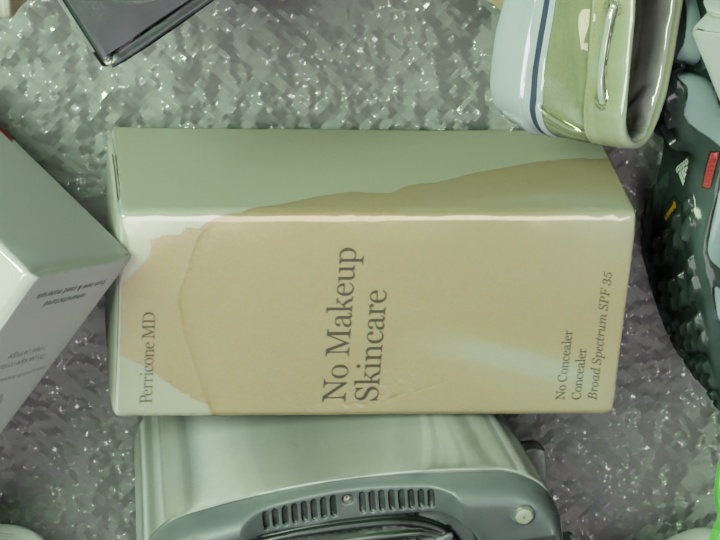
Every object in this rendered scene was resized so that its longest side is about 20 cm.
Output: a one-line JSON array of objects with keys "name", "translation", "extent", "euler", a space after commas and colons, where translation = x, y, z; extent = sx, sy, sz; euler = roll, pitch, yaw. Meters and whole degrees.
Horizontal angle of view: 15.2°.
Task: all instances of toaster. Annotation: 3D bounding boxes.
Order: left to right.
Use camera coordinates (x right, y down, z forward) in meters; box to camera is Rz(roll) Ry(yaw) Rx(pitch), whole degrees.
[{"name": "toaster", "translation": [-0.017, 0.107, 1.081], "extent": [0.198, 0.129, 0.114], "euler": [-8, 118, -5]}]

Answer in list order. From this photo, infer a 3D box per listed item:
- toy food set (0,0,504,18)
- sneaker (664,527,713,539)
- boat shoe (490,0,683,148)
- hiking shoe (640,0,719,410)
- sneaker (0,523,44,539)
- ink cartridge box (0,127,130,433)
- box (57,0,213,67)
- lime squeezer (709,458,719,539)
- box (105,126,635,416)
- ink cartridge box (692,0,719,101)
[{"name": "toy food set", "translation": [-0.034, -0.160, 0.978], "extent": [0.198, 0.061, 0.145], "euler": [-1, 118, -8]}, {"name": "sneaker", "translation": [0.064, 0.158, 1.155], "extent": [0.201, 0.067, 0.108], "euler": [-42, 108, 8]}, {"name": "boat shoe", "translation": [0.100, -0.142, 0.983], "extent": [0.062, 0.072, 0.202], "euler": [20, 110, 29]}, {"name": "hiking shoe", "translation": [0.158, -0.032, 1.066], "extent": [0.086, 0.075, 0.201], "euler": [-15, 123, -8]}, {"name": "sneaker", "translation": [-0.192, 0.186, 1.137], "extent": [0.199, 0.073, 0.112], "euler": [-25, 122, 14]}, {"name": "ink cartridge box", "translation": [-0.205, 0.025, 1.002], "extent": [0.147, 0.083, 0.200], "euler": [43, 109, 13]}, {"name": "box", "translation": [-0.075, -0.194, 0.911], "extent": [0.161, 0.049, 0.201], "euler": [-33, 97, -4]}, {"name": "lime squeezer", "translation": [0.178, 0.084, 1.130], "extent": [0.200, 0.038, 0.071], "euler": [-49, 128, -8]}, {"name": "box", "translation": [0.000, 0.000, 1.056], "extent": [0.198, 0.078, 0.096], "euler": [-1, 118, -8]}, {"name": "ink cartridge box", "translation": [0.226, -0.052, 1.020], "extent": [0.145, 0.084, 0.201], "euler": [-44, 123, -26]}]
